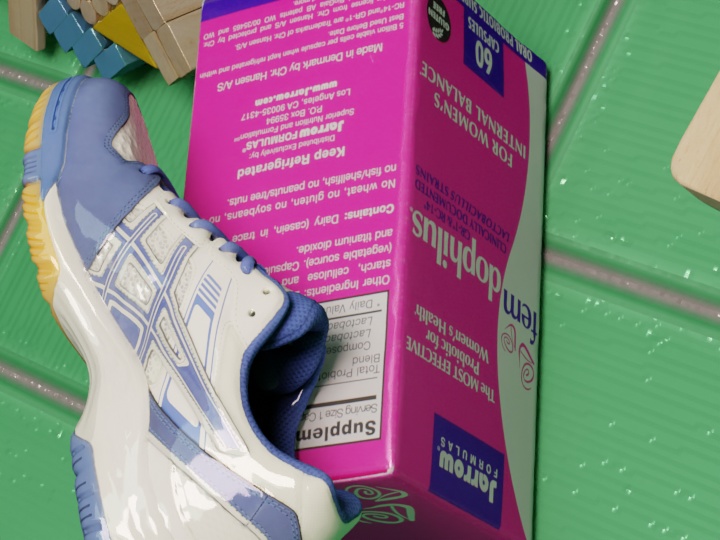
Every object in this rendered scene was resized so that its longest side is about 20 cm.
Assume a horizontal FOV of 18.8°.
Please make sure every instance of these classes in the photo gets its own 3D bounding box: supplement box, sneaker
[{"bbox_3d":[0.000,0.000,0.790,0.103,0.101,0.200,-9,64,31],"label":"supplement box"},{"bbox_3d":[-0.053,0.016,0.718,0.088,0.075,0.200,-22,64,11],"label":"sneaker"}]

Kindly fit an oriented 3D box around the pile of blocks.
[{"bbox_3d":[-0.117,-0.138,0.974,0.062,0.082,0.200,-28,52,-34],"label":"pile of blocks"}]

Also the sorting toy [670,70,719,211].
[{"bbox_3d":[0.221,-0.067,0.595,0.199,0.070,0.200,29,89,39],"label":"sorting toy"}]
